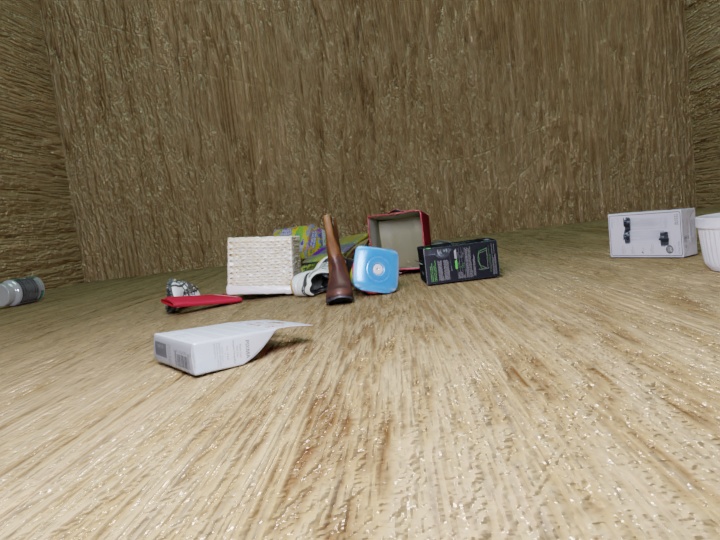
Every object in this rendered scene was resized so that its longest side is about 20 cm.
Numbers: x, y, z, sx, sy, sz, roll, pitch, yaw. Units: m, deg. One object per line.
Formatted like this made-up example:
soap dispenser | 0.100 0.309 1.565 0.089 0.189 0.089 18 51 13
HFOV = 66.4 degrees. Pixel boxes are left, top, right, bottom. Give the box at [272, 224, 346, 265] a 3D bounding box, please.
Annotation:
box | -0.184 -0.066 1.934 0.198 0.123 0.192 -3 -19 41

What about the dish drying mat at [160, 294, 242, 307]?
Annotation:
dish drying mat | -0.414 0.078 1.447 0.076 0.018 0.199 12 9 43

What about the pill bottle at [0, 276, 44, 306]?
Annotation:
pill bottle | -1.477 0.092 2.373 0.112 0.115 0.200 -6 5 9

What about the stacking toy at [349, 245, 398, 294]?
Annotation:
stacking toy | 0.011 0.012 1.391 0.115 0.111 0.200 7 -11 -18

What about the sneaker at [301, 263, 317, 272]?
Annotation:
sneaker | -0.151 0.009 1.756 0.076 0.076 0.200 -19 -3 -25

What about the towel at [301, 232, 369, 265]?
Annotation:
towel | -0.072 -0.064 1.681 0.142 0.023 0.200 -6 22 36

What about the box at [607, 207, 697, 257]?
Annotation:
box | 0.730 -0.093 1.386 0.060 0.118 0.199 -10 5 -29

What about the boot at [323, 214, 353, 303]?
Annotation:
boot | -0.055 -0.030 1.283 0.068 0.203 0.188 -6 5 8

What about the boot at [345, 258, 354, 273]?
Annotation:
boot | 0.000 0.000 1.626 0.137 0.079 0.199 -5 4 -33

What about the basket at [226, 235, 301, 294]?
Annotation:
basket | -0.274 -0.017 1.587 0.197 0.163 0.198 -2 3 1

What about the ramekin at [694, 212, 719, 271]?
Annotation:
ramekin | 0.751 -0.059 1.041 0.198 0.106 0.200 -8 5 1

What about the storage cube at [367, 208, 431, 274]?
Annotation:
storage cube | 0.132 -0.090 1.746 0.169 0.203 0.180 -6 -1 15

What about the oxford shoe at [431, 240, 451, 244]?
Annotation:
oxford shoe | 0.305 -0.070 1.956 0.198 0.074 0.084 -6 7 14

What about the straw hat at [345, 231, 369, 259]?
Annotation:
straw hat | 0.008 -0.031 1.791 0.201 0.085 0.201 -49 9 10

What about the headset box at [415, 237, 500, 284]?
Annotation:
headset box | 0.242 -0.025 1.433 0.197 0.094 0.174 -7 5 2

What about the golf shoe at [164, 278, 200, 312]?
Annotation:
golf shoe | -0.492 0.066 1.527 0.093 0.079 0.200 7 13 -17

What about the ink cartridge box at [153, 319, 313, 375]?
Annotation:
ink cartridge box | -0.195 0.111 0.851 0.198 0.048 0.159 -4 2 -39

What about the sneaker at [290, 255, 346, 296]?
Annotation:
sneaker | -0.093 0.019 1.487 0.087 0.076 0.199 6 32 43
